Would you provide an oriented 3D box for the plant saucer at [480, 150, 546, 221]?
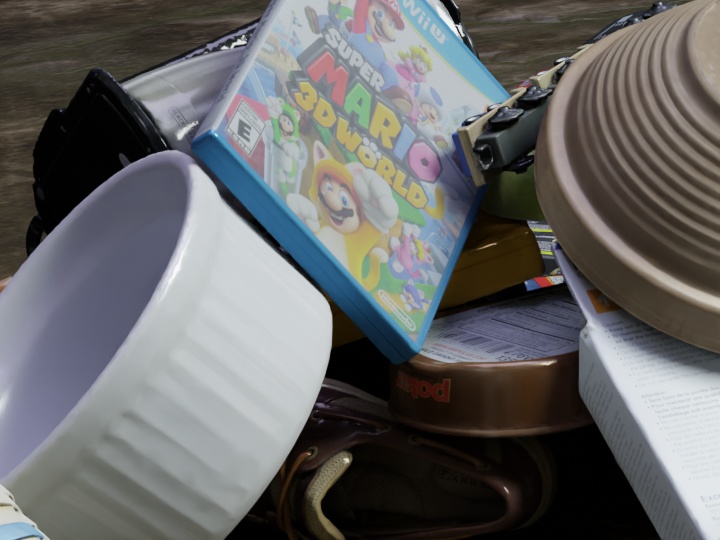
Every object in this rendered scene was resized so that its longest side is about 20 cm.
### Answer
[{"bbox_3d":[0.149,-0.074,1.476,0.200,0.031,0.200,-13,16,4],"label":"plant saucer"}]

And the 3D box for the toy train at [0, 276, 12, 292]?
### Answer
[{"bbox_3d":[-0.141,0.004,1.679,0.200,0.056,0.150,-22,9,1],"label":"toy train"}]

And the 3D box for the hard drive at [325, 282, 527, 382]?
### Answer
[{"bbox_3d":[-0.027,0.029,1.597,0.200,0.038,0.140,-26,16,-19],"label":"hard drive"}]

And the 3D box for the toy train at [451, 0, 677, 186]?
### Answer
[{"bbox_3d":[0.101,-0.089,1.455,0.046,0.034,0.200,-7,18,37],"label":"toy train"}]

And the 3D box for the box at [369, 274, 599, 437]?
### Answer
[{"bbox_3d":[0.077,0.047,1.607,0.137,0.040,0.200,-7,14,-5],"label":"box"}]

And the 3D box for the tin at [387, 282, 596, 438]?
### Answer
[{"bbox_3d":[0.103,0.037,1.392,0.200,0.042,0.112,-13,21,-36],"label":"tin"}]

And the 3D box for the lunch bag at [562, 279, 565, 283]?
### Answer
[{"bbox_3d":[0.228,-0.004,1.537,0.169,0.127,0.200,11,-1,-32],"label":"lunch bag"}]

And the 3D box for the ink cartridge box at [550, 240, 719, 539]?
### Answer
[{"bbox_3d":[0.204,0.058,1.315,0.199,0.041,0.200,-9,51,-21],"label":"ink cartridge box"}]

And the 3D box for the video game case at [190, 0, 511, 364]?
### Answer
[{"bbox_3d":[0.003,-0.068,1.384,0.018,0.143,0.200,-30,22,35],"label":"video game case"}]

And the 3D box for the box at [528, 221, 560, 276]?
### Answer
[{"bbox_3d":[0.133,-0.008,1.808,0.200,0.044,0.160,4,17,31],"label":"box"}]

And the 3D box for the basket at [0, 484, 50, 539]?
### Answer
[{"bbox_3d":[-0.234,0.112,1.182,0.176,0.139,0.200,-17,50,-44],"label":"basket"}]

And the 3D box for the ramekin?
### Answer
[{"bbox_3d":[-0.103,0.054,1.322,0.098,0.201,0.200,38,0,-21],"label":"ramekin"}]

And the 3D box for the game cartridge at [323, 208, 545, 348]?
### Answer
[{"bbox_3d":[0.000,0.000,1.505,0.176,0.032,0.200,-19,9,1],"label":"game cartridge"}]

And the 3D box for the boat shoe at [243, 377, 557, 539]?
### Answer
[{"bbox_3d":[-0.012,0.096,1.381,0.200,0.072,0.072,8,16,19],"label":"boat shoe"}]

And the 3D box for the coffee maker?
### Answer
[{"bbox_3d":[-0.060,-0.068,1.520,0.200,0.135,0.192,-26,12,-31],"label":"coffee maker"}]

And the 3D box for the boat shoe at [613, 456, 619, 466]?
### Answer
[{"bbox_3d":[0.180,0.080,1.399,0.072,0.060,0.202,-10,15,-23],"label":"boat shoe"}]

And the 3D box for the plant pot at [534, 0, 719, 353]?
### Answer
[{"bbox_3d":[0.184,-0.063,1.330,0.200,0.093,0.201,7,46,-7],"label":"plant pot"}]
